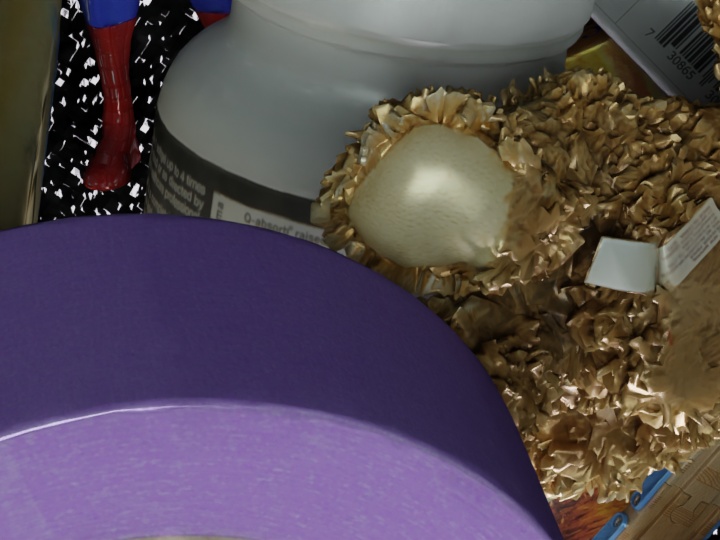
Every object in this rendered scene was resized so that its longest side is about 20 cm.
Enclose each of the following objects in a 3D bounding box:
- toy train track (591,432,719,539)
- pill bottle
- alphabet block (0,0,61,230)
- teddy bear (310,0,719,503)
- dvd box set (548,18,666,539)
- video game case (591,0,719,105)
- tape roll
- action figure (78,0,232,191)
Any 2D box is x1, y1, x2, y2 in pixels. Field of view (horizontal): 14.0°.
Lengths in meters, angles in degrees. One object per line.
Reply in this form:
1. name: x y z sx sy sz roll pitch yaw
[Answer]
1. toy train track: 0.098 0.044 0.817 0.114 0.033 0.200 26 115 -28
2. pill bottle: 0.000 0.000 0.751 0.115 0.117 0.201 7 113 -6
3. alphabet block: -0.181 0.021 0.716 0.195 0.201 0.196 6 124 -5
4. teddy bear: 0.068 -0.009 0.689 0.199 0.067 0.146 -25 123 -22
5. dvd box set: 0.104 -0.010 0.831 0.199 0.029 0.147 -23 109 6
6. video game case: 0.104 -0.149 0.759 0.200 0.036 0.181 44 102 -4
7. tape roll: -0.052 0.088 0.613 0.199 0.066 0.201 -8 126 -11
8. action figure: -0.059 -0.122 0.775 0.065 0.052 0.201 -6 108 4
